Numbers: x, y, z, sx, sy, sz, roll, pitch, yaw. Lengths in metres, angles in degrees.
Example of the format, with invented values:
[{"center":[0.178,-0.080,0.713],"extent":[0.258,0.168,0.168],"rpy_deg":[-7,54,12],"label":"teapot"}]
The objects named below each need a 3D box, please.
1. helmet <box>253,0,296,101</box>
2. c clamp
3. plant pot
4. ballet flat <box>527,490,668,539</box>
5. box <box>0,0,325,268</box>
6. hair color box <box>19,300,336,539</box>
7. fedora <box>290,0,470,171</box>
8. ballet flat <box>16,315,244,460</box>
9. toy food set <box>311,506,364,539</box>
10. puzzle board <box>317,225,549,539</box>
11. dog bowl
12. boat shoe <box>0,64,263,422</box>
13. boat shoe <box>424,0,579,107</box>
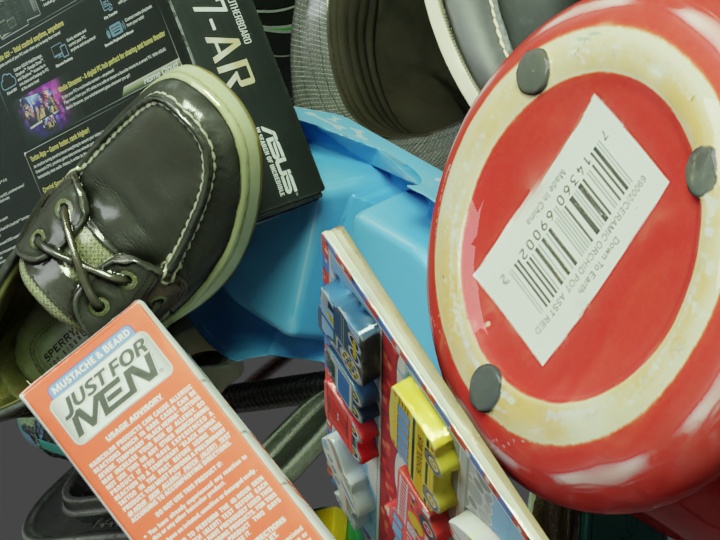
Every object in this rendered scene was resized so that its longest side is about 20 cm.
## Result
[{"center":[-0.095,-0.147,1.314],"extent":[0.200,0.190,0.201],"rpy_deg":[-7,77,34],"label":"helmet"},{"center":[-0.054,0.070,1.223],"extent":[0.200,0.027,0.171],"rpy_deg":[-14,27,41],"label":"c clamp"},{"center":[0.138,0.005,0.958],"extent":[0.200,0.182,0.201],"rpy_deg":[-12,73,47],"label":"plant pot"},{"center":[0.097,0.056,1.098],"extent":[0.072,0.068,0.201],"rpy_deg":[-25,51,57],"label":"ballet flat"},{"center":[-0.118,-0.073,1.165],"extent":[0.200,0.043,0.161],"rpy_deg":[-23,89,47],"label":"box"},{"center":[-0.039,0.115,1.070],"extent":[0.064,0.111,0.200],"rpy_deg":[-37,76,-3],"label":"hair color box"},{"center":[0.058,-0.113,1.213],"extent":[0.177,0.090,0.201],"rpy_deg":[-23,58,35],"label":"fedora"},{"center":[-0.062,0.021,1.235],"extent":[0.200,0.074,0.074],"rpy_deg":[-43,36,-23],"label":"ballet flat"},{"center":[-0.074,0.185,1.183],"extent":[0.198,0.049,0.201],"rpy_deg":[-21,51,35],"label":"toy food set"},{"center":[0.024,0.091,1.018],"extent":[0.017,0.200,0.151],"rpy_deg":[-27,64,-13],"label":"puzzle board"},{"center":[0.000,0.000,1.136],"extent":[0.200,0.049,0.112],"rpy_deg":[32,118,41],"label":"dog bowl"},{"center":[-0.102,0.001,1.097],"extent":[0.072,0.066,0.201],"rpy_deg":[49,136,11],"label":"boat shoe"},{"center":[0.068,-0.142,1.104],"extent":[0.063,0.073,0.201],"rpy_deg":[-23,53,33],"label":"boat shoe"}]
